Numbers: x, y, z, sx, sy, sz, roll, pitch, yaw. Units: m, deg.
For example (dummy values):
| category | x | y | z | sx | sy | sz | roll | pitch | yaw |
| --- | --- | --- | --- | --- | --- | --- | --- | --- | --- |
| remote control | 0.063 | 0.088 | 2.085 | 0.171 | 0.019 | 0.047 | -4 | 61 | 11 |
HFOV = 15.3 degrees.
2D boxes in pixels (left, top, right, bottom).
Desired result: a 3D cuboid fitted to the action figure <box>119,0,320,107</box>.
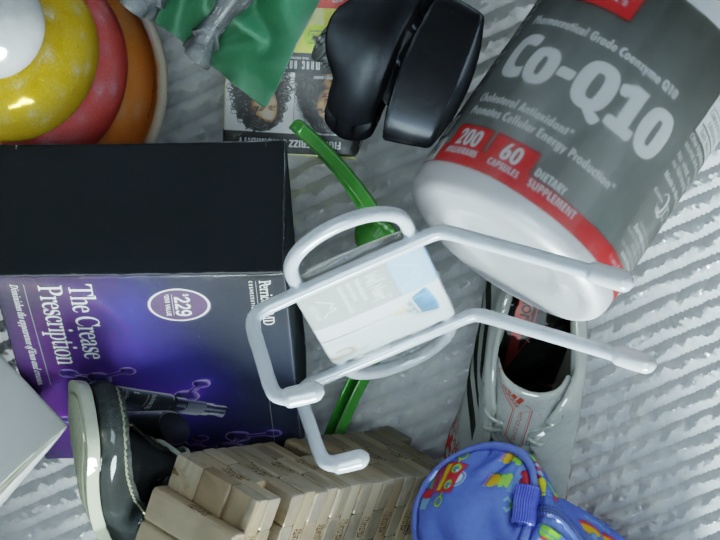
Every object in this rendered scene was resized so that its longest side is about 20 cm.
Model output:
| category | x | y | z | sx | sy | sz | roll | pitch | yaw |
| --- | --- | --- | --- | --- | --- | --- | --- | --- | --- |
| action figure | -0.035 | -0.193 | 1.292 | 0.118 | 0.055 | 0.200 | 36 | 98 | -5 |

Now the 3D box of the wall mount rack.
| category | x | y | z | sx | sy | sz | roll | pitch | yaw |
| --- | --- | --- | --- | --- | --- | --- | --- | --- | --- |
| wall mount rack | 0.042 | 0.028 | 1.259 | 0.173 | 0.200 | 0.075 | -22 | 68 | 3 |

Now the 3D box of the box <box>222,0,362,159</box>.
| category | x | y | z | sx | sy | sz | roll | pitch | yaw |
| --- | --- | --- | --- | --- | --- | --- | --- | --- | --- |
| box | -0.030 | -0.160 | 1.351 | 0.075 | 0.050 | 0.202 | 4 | 104 | 1 |

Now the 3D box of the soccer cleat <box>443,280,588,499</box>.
| category | x | y | z | sx | sy | sz | roll | pitch | yaw |
| --- | --- | --- | --- | --- | --- | --- | --- | --- | --- |
| soccer cleat | 0.083 | 0.073 | 1.393 | 0.068 | 0.085 | 0.202 | 8 | 105 | -2 |

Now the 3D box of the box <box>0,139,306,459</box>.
| category | x | y | z | sx | sy | sz | roll | pitch | yaw |
| --- | --- | --- | --- | --- | --- | --- | --- | --- | --- |
| box | -0.100 | 0.018 | 1.326 | 0.140 | 0.200 | 0.079 | -3 | 61 | 0 |

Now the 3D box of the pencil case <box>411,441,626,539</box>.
| category | x | y | z | sx | sy | sz | roll | pitch | yaw |
| --- | --- | --- | --- | --- | --- | --- | --- | --- | --- |
| pencil case | 0.112 | 0.161 | 1.379 | 0.086 | 0.079 | 0.200 | -17 | 142 | 34 |

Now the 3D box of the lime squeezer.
| category | x | y | z | sx | sy | sz | roll | pitch | yaw |
| --- | --- | --- | --- | --- | --- | --- | --- | --- | --- |
| lime squeezer | 0.000 | 0.000 | 1.386 | 0.070 | 0.038 | 0.201 | -13 | 123 | -14 |

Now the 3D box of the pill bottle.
| category | x | y | z | sx | sy | sz | roll | pitch | yaw |
| --- | --- | --- | --- | --- | --- | --- | --- | --- | --- |
| pill bottle | 0.123 | -0.087 | 1.304 | 0.114 | 0.114 | 0.201 | 37 | 75 | -9 |

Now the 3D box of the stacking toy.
| category | x | y | z | sx | sy | sz | roll | pitch | yaw |
| --- | --- | --- | --- | --- | --- | --- | --- | --- | --- |
| stacking toy | -0.168 | -0.107 | 1.279 | 0.145 | 0.200 | 0.147 | 0 | 81 | -2 |

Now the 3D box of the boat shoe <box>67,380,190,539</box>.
| category | x | y | z | sx | sy | sz | roll | pitch | yaw |
| --- | --- | --- | --- | --- | --- | --- | --- | --- | --- |
| boat shoe | -0.108 | 0.102 | 1.336 | 0.067 | 0.200 | 0.072 | -12 | 64 | -1 |

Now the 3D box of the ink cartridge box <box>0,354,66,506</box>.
| category | x | y | z | sx | sy | sz | roll | pitch | yaw |
| --- | --- | --- | --- | --- | --- | --- | --- | --- | --- |
| ink cartridge box | -0.259 | 0.056 | 1.341 | 0.200 | 0.083 | 0.147 | 47 | 145 | 1 |

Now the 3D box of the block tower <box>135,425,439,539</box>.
| category | x | y | z | sx | sy | sz | roll | pitch | yaw |
| --- | --- | --- | --- | --- | --- | --- | --- | --- | --- |
| block tower | -0.027 | 0.120 | 1.351 | 0.058 | 0.200 | 0.054 | 28 | 107 | 28 |

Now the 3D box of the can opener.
| category | x | y | z | sx | sy | sz | roll | pitch | yaw |
| --- | --- | --- | --- | --- | --- | --- | --- | --- | --- |
| can opener | 0.031 | -0.152 | 1.315 | 0.078 | 0.063 | 0.201 | 20 | 69 | -5 |
